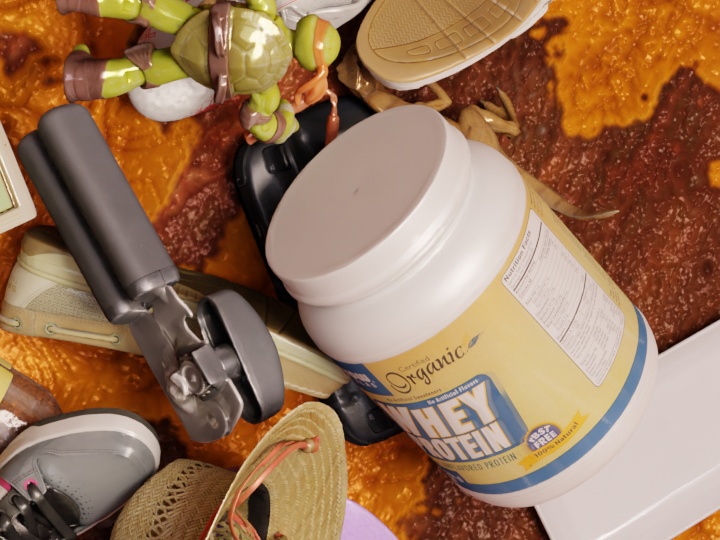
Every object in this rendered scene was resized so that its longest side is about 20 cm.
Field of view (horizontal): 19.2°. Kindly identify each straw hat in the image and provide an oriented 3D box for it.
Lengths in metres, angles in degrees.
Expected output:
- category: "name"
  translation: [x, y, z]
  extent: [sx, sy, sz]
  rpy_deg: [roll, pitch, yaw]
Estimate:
- category: "straw hat"
  translation: [-0.086, 0.149, 1.137]
  extent: [0.085, 0.201, 0.202]
  rpy_deg: [19, 87, 20]

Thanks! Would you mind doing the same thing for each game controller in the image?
- category: "game controller"
  translation: [0.000, 0.000, 1.262]
  extent: [0.104, 0.042, 0.201]
  rpy_deg: [-27, 101, -29]

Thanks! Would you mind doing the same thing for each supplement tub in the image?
- category: "supplement tub"
  translation: [0.056, 0.020, 1.173]
  extent: [0.145, 0.145, 0.200]
  rpy_deg: [-50, 120, -9]

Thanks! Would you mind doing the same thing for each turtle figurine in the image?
- category: "turtle figurine"
  translation: [-0.078, -0.115, 1.147]
  extent: [0.161, 0.065, 0.200]
  rpy_deg: [2, 134, 5]

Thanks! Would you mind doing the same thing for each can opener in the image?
- category: "can opener"
  translation: [-0.110, 0.000, 1.153]
  extent: [0.067, 0.053, 0.200]
  rpy_deg: [-22, 79, -41]

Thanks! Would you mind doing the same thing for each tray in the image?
- category: "tray"
  translation: [0.192, 0.106, 1.331]
  extent: [0.200, 0.022, 0.108]
  rpy_deg: [-29, 100, -14]

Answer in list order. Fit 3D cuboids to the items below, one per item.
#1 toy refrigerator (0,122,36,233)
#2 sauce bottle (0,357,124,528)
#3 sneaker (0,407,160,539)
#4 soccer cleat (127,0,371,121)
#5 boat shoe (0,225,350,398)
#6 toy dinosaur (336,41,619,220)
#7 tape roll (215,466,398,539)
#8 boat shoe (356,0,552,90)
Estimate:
- category: "toy refrigerator"
  translation: [-0.252, -0.105, 1.142]
  extent: [0.076, 0.070, 0.201]
  rpy_deg: [-28, 102, -41]
- category: "sauce bottle"
  translation: [-0.214, 0.076, 1.179]
  extent: [0.200, 0.066, 0.066]
  rpy_deg: [35, 83, -14]
- category: "sneaker"
  translation: [-0.193, 0.157, 1.123]
  extent: [0.200, 0.121, 0.084]
  rpy_deg: [-29, 124, 15]
- category: "soccer cleat"
  translation: [-0.046, -0.153, 1.208]
  extent: [0.200, 0.085, 0.069]
  rpy_deg: [-34, 102, -13]
- category: "boat shoe"
  translation: [-0.103, 0.036, 1.204]
  extent: [0.200, 0.073, 0.063]
  rpy_deg: [19, 102, -7]
- category: "toy dinosaur"
  translation: [0.071, -0.064, 1.235]
  extent: [0.200, 0.106, 0.061]
  rpy_deg: [31, 110, 20]
- category: "tape roll"
  translation: [-0.061, 0.217, 1.236]
  extent: [0.199, 0.066, 0.201]
  rpy_deg: [-1, 93, -17]
- category: "boat shoe"
  translation: [0.076, -0.161, 1.246]
  extent: [0.200, 0.069, 0.071]
  rpy_deg: [-39, 77, -22]
